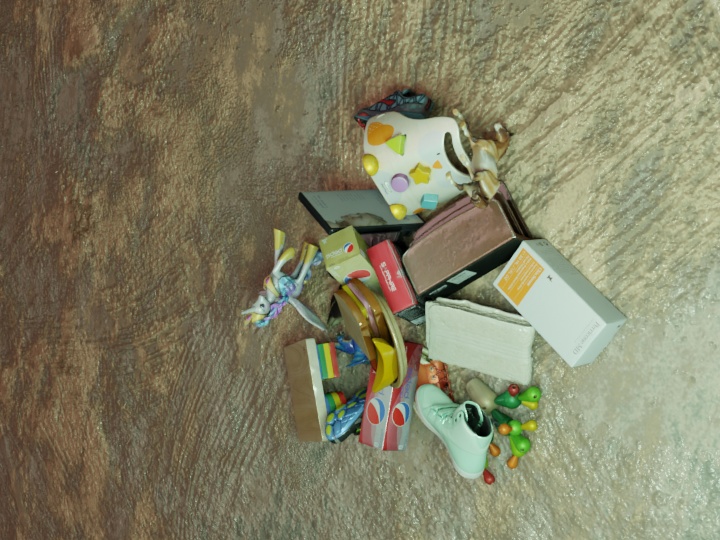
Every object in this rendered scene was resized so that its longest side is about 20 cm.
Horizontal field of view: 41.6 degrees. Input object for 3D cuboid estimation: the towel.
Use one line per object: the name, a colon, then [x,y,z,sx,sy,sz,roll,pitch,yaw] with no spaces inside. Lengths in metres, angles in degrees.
towel: [0.205,0.120,1.637,0.200,0.034,0.133,15,129,25]

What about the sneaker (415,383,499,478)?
sneaker: [0.165,0.240,1.612,0.200,0.074,0.118,56,144,41]

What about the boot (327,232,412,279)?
boot: [0.017,-0.038,1.837,0.132,0.070,0.200,38,122,29]

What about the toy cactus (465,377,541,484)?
toy cactus: [0.231,0.259,1.648,0.165,0.102,0.200,53,135,39]

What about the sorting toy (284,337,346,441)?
sorting toy: [-0.085,0.240,1.909,0.200,0.070,0.199,151,110,-70]

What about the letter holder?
letter holder: [0.172,-0.061,1.626,0.200,0.101,0.142,-32,70,24]

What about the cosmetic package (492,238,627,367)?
cosmetic package: [0.322,0.050,1.547,0.200,0.071,0.101,49,124,29]

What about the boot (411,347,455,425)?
boot: [0.139,0.221,1.738,0.200,0.075,0.107,41,115,35]

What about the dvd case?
dvd case: [0.004,-0.108,1.729,0.143,0.200,0.018,49,135,47]

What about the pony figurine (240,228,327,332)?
pony figurine: [-0.148,0.034,1.936,0.166,0.193,0.200,24,91,37]

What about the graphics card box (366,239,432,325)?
graphics card box: [0.078,0.025,1.693,0.051,0.200,0.126,-26,75,12]

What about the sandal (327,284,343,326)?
sandal: [-0.023,0.069,1.855,0.201,0.057,0.080,140,146,-77]

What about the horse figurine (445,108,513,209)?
horse figurine: [0.195,-0.174,1.552,0.050,0.133,0.200,-17,52,36]

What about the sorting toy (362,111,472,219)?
sorting toy: [0.117,-0.187,1.645,0.180,0.107,0.200,-17,118,36]

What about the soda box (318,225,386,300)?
soda box: [0.000,0.000,1.693,0.068,0.200,0.064,-24,58,12]

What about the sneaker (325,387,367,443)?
sneaker: [-0.001,0.283,1.797,0.071,0.200,0.083,-15,96,27]

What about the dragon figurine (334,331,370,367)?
dragon figurine: [0.000,0.159,1.871,0.200,0.059,0.100,-32,72,39]

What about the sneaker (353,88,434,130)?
sneaker: [0.070,-0.291,1.771,0.200,0.079,0.096,15,69,54]

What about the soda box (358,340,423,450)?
soda box: [0.056,0.226,1.735,0.070,0.063,0.200,8,88,48]

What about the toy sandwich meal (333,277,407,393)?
toy sandwich meal: [0.015,0.117,1.636,0.205,0.070,0.205,162,90,-75]
